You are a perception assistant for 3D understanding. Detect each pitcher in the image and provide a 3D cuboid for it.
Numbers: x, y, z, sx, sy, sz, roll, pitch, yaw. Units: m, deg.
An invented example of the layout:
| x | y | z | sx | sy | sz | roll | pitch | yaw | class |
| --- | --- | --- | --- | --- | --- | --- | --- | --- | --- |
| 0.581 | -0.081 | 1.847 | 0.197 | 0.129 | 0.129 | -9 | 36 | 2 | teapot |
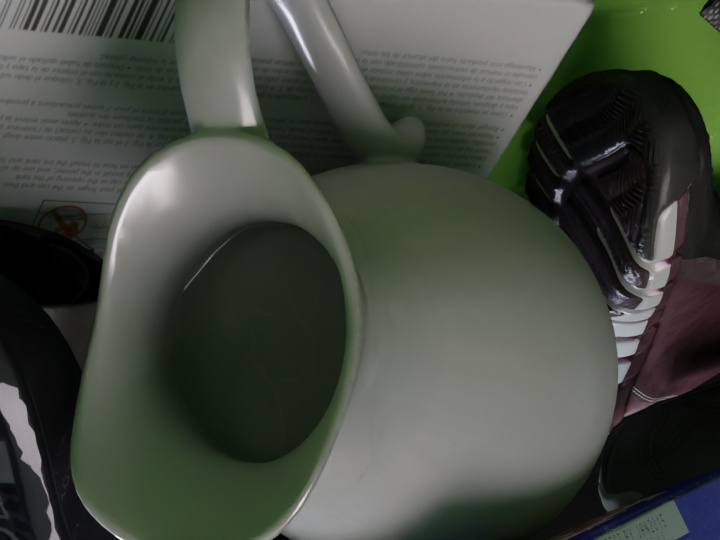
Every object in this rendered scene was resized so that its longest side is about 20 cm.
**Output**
| x | y | z | sx | sy | sz | roll | pitch | yaw | class |
| --- | --- | --- | --- | --- | --- | --- | --- | --- | --- |
| 0.000 | 0.000 | 0.756 | 0.121 | 0.173 | 0.200 | 0 | 173 | 26 | pitcher |

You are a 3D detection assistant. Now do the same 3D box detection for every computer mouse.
| x | y | z | sx | sy | sz | roll | pitch | yaw | class |
| --- | --- | --- | --- | --- | --- | --- | --- | --- | --- |
| -0.109 | 0.067 | 0.736 | 0.138 | 0.053 | 0.201 | 5 | 125 | 24 | computer mouse |

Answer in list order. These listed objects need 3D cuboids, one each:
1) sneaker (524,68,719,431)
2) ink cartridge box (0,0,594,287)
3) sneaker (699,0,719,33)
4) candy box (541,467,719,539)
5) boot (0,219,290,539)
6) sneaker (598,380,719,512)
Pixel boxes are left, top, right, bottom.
| x | y | z | sx | sy | sz | roll | pitch | yaw | class |
| --- | --- | --- | --- | --- | --- | --- | --- | --- | --- |
| 0.120 | -0.018 | 0.917 | 0.115 | 0.076 | 0.200 | -19 | 155 | -15 | sneaker |
| -0.051 | -0.040 | 0.806 | 0.199 | 0.044 | 0.174 | 2 | 137 | -32 | ink cartridge box |
| 0.146 | -0.108 | 0.731 | 0.140 | 0.200 | 0.078 | -38 | 98 | 28 | sneaker |
| 0.022 | 0.141 | 0.815 | 0.199 | 0.077 | 0.169 | -30 | 170 | 34 | candy box |
| -0.070 | 0.052 | 0.810 | 0.199 | 0.078 | 0.139 | 5 | 129 | -31 | boot |
| 0.156 | 0.050 | 0.934 | 0.200 | 0.075 | 0.079 | -21 | 152 | -50 | sneaker |
